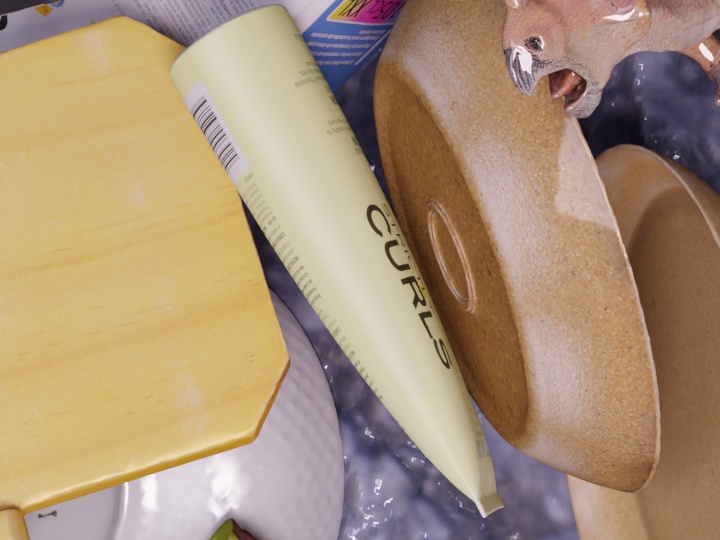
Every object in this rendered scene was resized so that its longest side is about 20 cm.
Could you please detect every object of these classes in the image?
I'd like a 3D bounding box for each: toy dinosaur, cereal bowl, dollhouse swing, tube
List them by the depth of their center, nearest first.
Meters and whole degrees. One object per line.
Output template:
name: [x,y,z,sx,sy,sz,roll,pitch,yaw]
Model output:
toy dinosaur: [0.097,-0.127,0.828,0.086,0.135,0.201,-45,31,27]
tube: [0.000,0.000,0.895,0.052,0.058,0.201,-37,79,46]
dollhouse swing: [-0.142,0.021,0.974,0.182,0.175,0.201,128,125,-68]
cereal bowl: [-0.110,0.085,1.026,0.199,0.083,0.202,3,95,31]

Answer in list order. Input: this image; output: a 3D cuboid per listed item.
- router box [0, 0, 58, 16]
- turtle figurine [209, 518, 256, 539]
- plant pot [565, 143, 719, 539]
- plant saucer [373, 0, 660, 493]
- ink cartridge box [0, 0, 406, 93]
router box: [-0.095,-0.184,0.898,0.199,0.052,0.158,-7,102,39]
turtle figurine: [0.001,0.162,0.957,0.161,0.065,0.200,33,128,-8]
plant pot: [0.113,0.055,0.857,0.200,0.027,0.202,174,90,-75]
plant saucer: [0.047,-0.010,0.869,0.035,0.200,0.201,-20,80,-10]
ink cartridge box: [-0.077,-0.109,0.996,0.200,0.076,0.137,-42,70,24]
